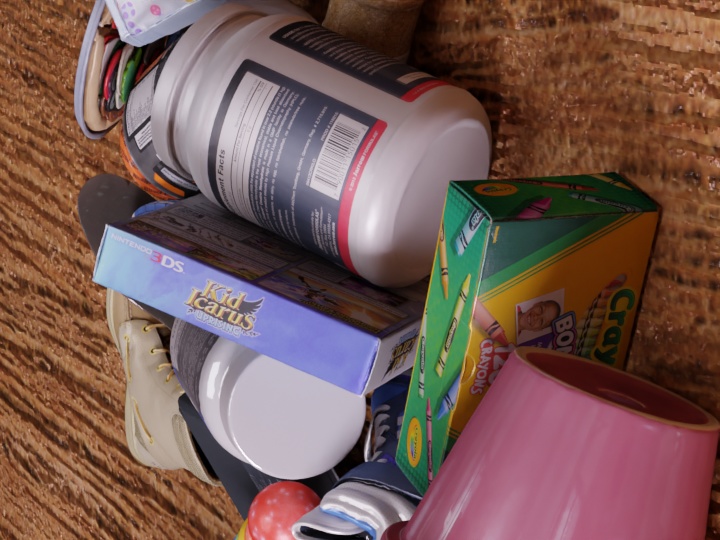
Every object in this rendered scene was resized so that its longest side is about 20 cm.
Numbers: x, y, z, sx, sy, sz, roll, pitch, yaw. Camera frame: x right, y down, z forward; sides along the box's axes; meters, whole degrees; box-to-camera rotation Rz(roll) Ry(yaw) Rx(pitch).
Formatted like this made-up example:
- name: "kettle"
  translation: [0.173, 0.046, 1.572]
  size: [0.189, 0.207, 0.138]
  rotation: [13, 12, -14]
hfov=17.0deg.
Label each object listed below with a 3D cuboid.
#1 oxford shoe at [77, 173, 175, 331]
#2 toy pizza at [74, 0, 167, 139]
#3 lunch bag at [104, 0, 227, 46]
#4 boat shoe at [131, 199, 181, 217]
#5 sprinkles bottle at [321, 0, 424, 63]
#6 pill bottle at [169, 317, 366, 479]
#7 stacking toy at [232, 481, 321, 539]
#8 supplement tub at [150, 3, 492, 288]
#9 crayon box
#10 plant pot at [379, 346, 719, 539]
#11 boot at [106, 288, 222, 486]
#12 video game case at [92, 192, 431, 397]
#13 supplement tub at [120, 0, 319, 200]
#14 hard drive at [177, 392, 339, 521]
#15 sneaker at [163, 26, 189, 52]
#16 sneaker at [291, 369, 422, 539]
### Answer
- name: "oxford shoe"
  translation: [-0.161, 0.004, 1.947]
  size: [0.200, 0.071, 0.071]
  rotation: [51, 174, -13]
- name: "toy pizza"
  translation: [-0.174, -0.197, 1.923]
  size: [0.200, 0.032, 0.201]
  rotation: [21, -90, -82]
- name: "lunch bag"
  translation: [-0.117, -0.280, 1.761]
  size: [0.169, 0.127, 0.201]
  rotation: [-24, 57, 31]
- name: "boat shoe"
  translation: [-0.095, -0.024, 1.842]
  size: [0.200, 0.072, 0.072]
  rotation: [5, 110, 46]
- name: "sprinkles bottle"
  translation: [-0.007, -0.126, 1.714]
  size: [0.068, 0.068, 0.200]
  rotation: [58, 141, 43]
- name: "pill bottle"
  translation: [-0.064, 0.073, 1.679]
  size: [0.200, 0.113, 0.114]
  rotation: [-138, 48, -73]
- name: "stacking toy"
  translation: [-0.060, 0.201, 1.699]
  size: [0.200, 0.085, 0.086]
  rotation: [104, 153, -67]
- name: "supplement tub"
  translation: [-0.026, -0.086, 1.605]
  size: [0.200, 0.140, 0.141]
  rotation: [27, 121, 28]
- name: "crayon box"
  translation: [0.100, 0.042, 1.469]
  size: [0.058, 0.118, 0.201]
  rotation: [47, 134, 51]
- name: "plant pot"
  translation: [0.118, 0.149, 1.390]
  size: [0.200, 0.200, 0.179]
  rotation: [32, 106, 58]
- name: "boot"
  translation: [-0.153, 0.076, 2.023]
  size: [0.155, 0.073, 0.201]
  rotation: [9, 103, 63]
- name: "video game case"
  translation: [-0.049, 0.010, 1.595]
  size: [0.200, 0.181, 0.046]
  rotation: [23, 106, 16]
- name: "supplement tub"
  translation: [-0.108, -0.126, 1.852]
  size: [0.200, 0.122, 0.123]
  rotation: [-33, 64, 61]
- name: "hard drive"
  translation: [-0.061, 0.165, 1.830]
  size: [0.200, 0.033, 0.140]
  rotation: [18, 140, 61]
- name: "sneaker"
  translation: [-0.112, -0.223, 1.923]
  size: [0.079, 0.075, 0.200]
  rotation: [-97, 23, -45]
- name: "sneaker"
  translation: [0.011, 0.139, 1.622]
  size: [0.200, 0.146, 0.081]
  rotation: [49, 140, 49]
